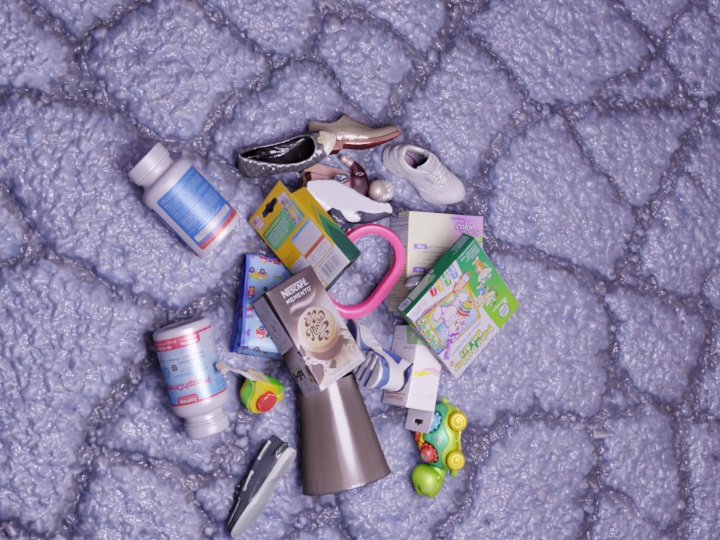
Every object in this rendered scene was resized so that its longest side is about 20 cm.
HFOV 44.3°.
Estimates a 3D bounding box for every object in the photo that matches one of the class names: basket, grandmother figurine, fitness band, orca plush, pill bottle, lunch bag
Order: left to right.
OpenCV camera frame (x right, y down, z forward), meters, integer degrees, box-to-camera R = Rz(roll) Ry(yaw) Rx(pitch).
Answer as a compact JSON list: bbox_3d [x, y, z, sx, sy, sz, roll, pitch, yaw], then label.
[{"bbox_3d":[-0.322,-0.131,1.601,0.200,0.112,0.113,47,73,-17],"label":"pill bottle"},{"bbox_3d":[-0.302,0.194,1.606,0.107,0.108,0.205,-16,95,-22],"label":"pill bottle"},{"bbox_3d":[-0.158,0.062,1.689,0.147,0.094,0.205,10,75,-20],"label":"lunch bag"},{"bbox_3d":[-0.045,0.308,1.705,0.176,0.136,0.205,-11,90,-8],"label":"basket"},{"bbox_3d":[-0.027,-0.127,1.724,0.196,0.071,0.107,-3,69,-28],"label":"orca plush"},{"bbox_3d":[-0.025,-0.167,1.759,0.196,0.060,0.124,7,95,-20],"label":"grandmother figurine"},{"bbox_3d":[0.000,0.000,1.738,0.142,0.038,0.201,34,102,-19],"label":"fitness band"}]

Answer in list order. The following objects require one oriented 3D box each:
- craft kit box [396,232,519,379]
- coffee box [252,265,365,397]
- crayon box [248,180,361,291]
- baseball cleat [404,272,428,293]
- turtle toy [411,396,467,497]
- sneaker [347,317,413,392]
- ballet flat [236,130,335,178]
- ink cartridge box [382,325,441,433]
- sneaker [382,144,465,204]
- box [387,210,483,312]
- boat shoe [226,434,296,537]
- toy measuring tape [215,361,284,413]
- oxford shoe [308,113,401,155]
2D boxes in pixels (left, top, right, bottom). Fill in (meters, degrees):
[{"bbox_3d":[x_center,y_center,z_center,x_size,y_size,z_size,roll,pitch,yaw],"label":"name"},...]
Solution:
[{"bbox_3d":[0.190,0.070,1.693,0.200,0.048,0.198,-47,125,-11],"label":"craft kit box"},{"bbox_3d":[-0.095,0.111,1.612,0.112,0.080,0.202,-31,90,-31],"label":"coffee box"},{"bbox_3d":[-0.106,-0.063,1.664,0.201,0.126,0.051,49,37,5],"label":"crayon box"},{"bbox_3d":[0.169,0.003,1.737,0.196,0.069,0.109,6,81,-33],"label":"baseball cleat"},{"bbox_3d":[0.156,0.359,1.795,0.099,0.146,0.205,5,86,0],"label":"turtle toy"},{"bbox_3d":[0.035,0.182,1.713,0.114,0.200,0.081,26,103,-30],"label":"sneaker"},{"bbox_3d":[-0.140,-0.222,1.683,0.196,0.057,0.068,-19,70,-7],"label":"ballet flat"},{"bbox_3d":[0.103,0.216,1.770,0.066,0.117,0.205,14,80,-22],"label":"ink cartridge box"},{"bbox_3d":[0.140,-0.194,1.806,0.197,0.099,0.076,27,77,-22],"label":"sneaker"},{"bbox_3d":[0.153,-0.013,1.811,0.172,0.096,0.205,2,89,-23],"label":"box"},{"bbox_3d":[-0.198,0.408,1.676,0.060,0.076,0.202,33,85,20],"label":"boat shoe"},{"bbox_3d":[-0.212,0.222,1.642,0.199,0.072,0.075,29,76,-53],"label":"toy measuring tape"},{"bbox_3d":[-0.011,-0.279,1.760,0.196,0.070,0.077,-11,88,-24],"label":"oxford shoe"}]
